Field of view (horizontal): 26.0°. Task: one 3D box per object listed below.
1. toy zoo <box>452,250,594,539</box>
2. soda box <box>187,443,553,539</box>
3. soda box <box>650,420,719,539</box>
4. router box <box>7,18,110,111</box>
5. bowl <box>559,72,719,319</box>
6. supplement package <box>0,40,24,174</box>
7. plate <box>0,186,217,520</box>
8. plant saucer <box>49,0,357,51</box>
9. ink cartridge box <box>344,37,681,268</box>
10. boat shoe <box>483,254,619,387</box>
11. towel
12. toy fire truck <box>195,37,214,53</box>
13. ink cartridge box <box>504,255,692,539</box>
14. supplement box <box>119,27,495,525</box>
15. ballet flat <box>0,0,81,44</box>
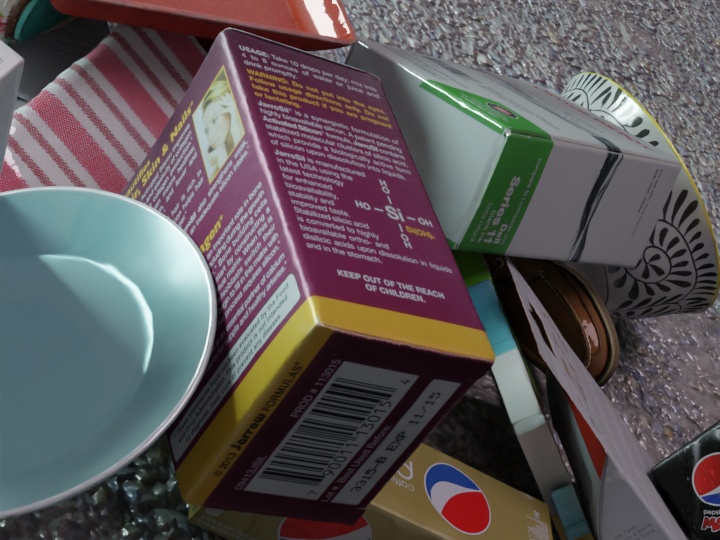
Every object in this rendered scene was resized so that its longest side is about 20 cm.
[{"bbox_3d":[0.102,0.086,0.961,0.201,0.020,0.132,-106,173,-45],"label":"toy zoo"},{"bbox_3d":[0.010,0.131,0.840,0.199,0.068,0.064,29,34,-21],"label":"soda box"},{"bbox_3d":[0.240,0.133,1.020,0.064,0.071,0.200,57,9,12],"label":"soda box"},{"bbox_3d":[-0.231,-0.122,0.893,0.199,0.049,0.180,13,43,-39],"label":"router box"},{"bbox_3d":[0.170,-0.036,1.162,0.094,0.201,0.201,-28,67,-11],"label":"bowl"},{"bbox_3d":[-0.270,-0.090,0.697,0.200,0.120,0.121,38,58,3],"label":"supplement package"},{"bbox_3d":[-0.161,0.038,0.711,0.198,0.026,0.201,-5,45,5],"label":"plate"},{"bbox_3d":[-0.118,-0.206,0.902,0.199,0.037,0.201,3,53,-38],"label":"plant saucer"},{"bbox_3d":[0.092,-0.072,1.011,0.199,0.084,0.146,5,24,-47],"label":"ink cartridge box"},{"bbox_3d":[0.101,0.008,1.093,0.068,0.072,0.200,8,34,-44],"label":"boat shoe"},{"bbox_3d":[-0.123,-0.050,0.869,0.147,0.030,0.200,52,45,-15],"label":"towel"},{"bbox_3d":[-0.044,-0.167,1.011,0.128,0.200,0.176,38,32,-5],"label":"toy fire truck"},{"bbox_3d":[0.133,0.104,0.937,0.200,0.057,0.163,48,12,-19],"label":"ink cartridge box"},{"bbox_3d":[-0.036,0.003,0.762,0.103,0.131,0.201,12,42,-33],"label":"supplement box"},{"bbox_3d":[-0.167,-0.187,0.928,0.064,0.076,0.200,39,28,9],"label":"ballet flat"}]
